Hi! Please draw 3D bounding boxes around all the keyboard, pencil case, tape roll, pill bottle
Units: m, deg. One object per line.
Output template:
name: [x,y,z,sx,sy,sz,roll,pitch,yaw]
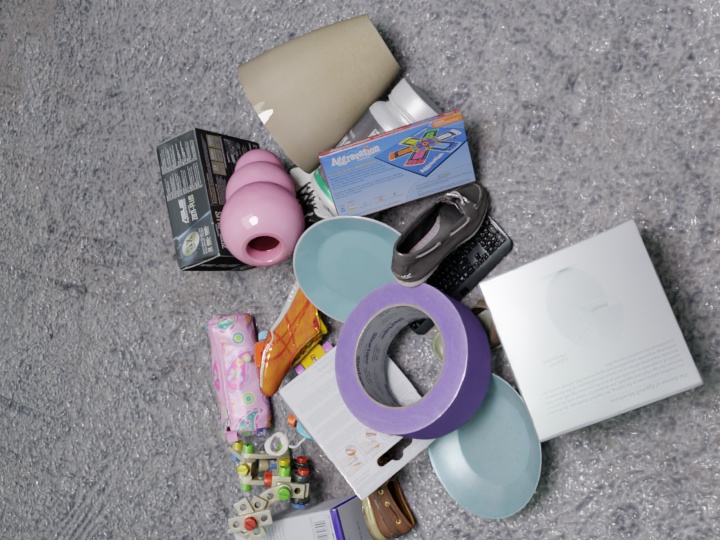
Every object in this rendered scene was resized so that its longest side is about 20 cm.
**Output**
keyboard: [0.115,-0.006,1.134,0.200,0.039,0.104,-47,69,21]
pencil case: [-0.200,0.172,1.291,0.086,0.087,0.203,-14,82,29]
tape roll: [0.069,0.120,1.061,0.198,0.085,0.203,-9,72,29]
pill bottle: [0.030,-0.167,1.138,0.200,0.113,0.113,-46,69,17]

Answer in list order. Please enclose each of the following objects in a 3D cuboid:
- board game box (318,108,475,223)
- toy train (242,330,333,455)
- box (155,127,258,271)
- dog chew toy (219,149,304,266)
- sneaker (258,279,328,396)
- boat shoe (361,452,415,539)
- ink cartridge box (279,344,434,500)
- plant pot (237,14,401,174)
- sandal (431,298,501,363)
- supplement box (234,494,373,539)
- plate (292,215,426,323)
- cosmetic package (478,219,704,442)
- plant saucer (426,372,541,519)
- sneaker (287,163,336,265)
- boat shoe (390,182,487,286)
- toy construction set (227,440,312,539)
board game box: [0.051,-0.141,1.079,0.197,0.020,0.104,-17,120,3]
toy train: [-0.099,0.185,1.226,0.148,0.056,0.202,-15,62,7]
box: [-0.222,-0.106,1.257,0.085,0.163,0.203,-16,83,28]
dog chew toy: [-0.148,-0.103,1.182,0.124,0.124,0.202,-36,42,25]
sneaker: [-0.095,0.099,1.198,0.076,0.073,0.202,21,74,12]
boat shoe: [0.027,0.295,1.171,0.067,0.072,0.203,-20,86,22]
ink cartridge box: [0.002,0.205,1.143,0.159,0.047,0.200,-36,68,-14]
plant pot: [-0.047,-0.278,1.163,0.199,0.187,0.189,-34,74,11]
sandal: [0.178,0.072,1.087,0.200,0.057,0.080,-39,72,24]
supplement box: [-0.082,0.417,1.212,0.198,0.103,0.103,-20,81,27]
plate: [0.000,0.000,1.140,0.197,0.026,0.202,8,128,10]
cosmetic package: [0.275,0.075,0.968,0.197,0.123,0.202,-22,80,12]
plant saucer: [0.173,0.232,1.084,0.199,0.038,0.204,6,99,46]
sneaker: [-0.062,-0.091,1.209,0.076,0.087,0.201,-42,69,25]
boat shoe: [0.110,-0.062,1.060,0.066,0.057,0.200,24,58,32]
toy construction set: [-0.142,0.323,1.211,0.129,0.200,0.093,6,108,-6]
